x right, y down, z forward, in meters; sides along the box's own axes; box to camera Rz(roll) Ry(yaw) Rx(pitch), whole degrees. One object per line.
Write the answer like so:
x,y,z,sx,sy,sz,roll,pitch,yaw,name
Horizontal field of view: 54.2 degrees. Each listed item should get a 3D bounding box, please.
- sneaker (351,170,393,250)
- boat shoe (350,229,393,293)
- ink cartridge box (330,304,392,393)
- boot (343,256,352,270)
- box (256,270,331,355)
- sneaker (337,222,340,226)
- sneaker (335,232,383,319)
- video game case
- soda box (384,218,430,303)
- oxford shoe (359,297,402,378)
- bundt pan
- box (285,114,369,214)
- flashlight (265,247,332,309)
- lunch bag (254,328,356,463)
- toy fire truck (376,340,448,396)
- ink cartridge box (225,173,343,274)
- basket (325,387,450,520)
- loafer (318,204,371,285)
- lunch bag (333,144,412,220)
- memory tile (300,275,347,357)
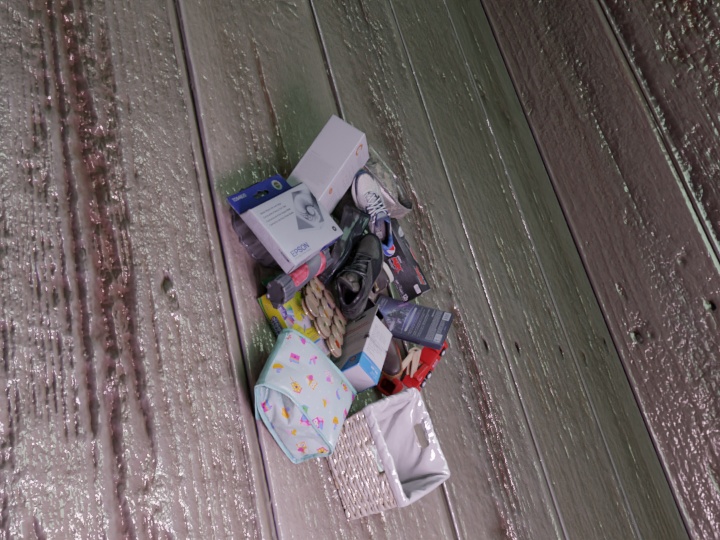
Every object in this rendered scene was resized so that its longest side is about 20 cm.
0.040,-0.140,1.685,0.085,0.076,0.204,26,-44,68,sneaker
0.007,-0.037,1.700,0.060,0.071,0.203,-40,110,-18,boat shoe
0.000,0.178,1.548,0.068,0.115,0.202,47,35,-19,ink cartridge box
-0.062,-0.002,1.670,0.097,0.074,0.202,-47,114,-33,boot
-0.139,0.102,1.477,0.117,0.048,0.204,-26,89,-58,box
0.008,-0.053,1.793,0.202,0.074,0.091,54,20,-19,sneaker
0.000,0.000,1.585,0.115,0.075,0.204,71,39,-71,sneaker
0.119,0.125,1.724,0.143,0.195,0.019,-55,154,-55,video game case
0.100,-0.025,1.780,0.204,0.062,0.070,64,24,4,soda box
0.041,0.154,1.626,0.073,0.070,0.203,87,-23,-62,oxford shoe
-0.187,-0.109,1.545,0.200,0.075,0.206,34,40,-35,bundt pan
-0.075,-0.235,1.642,0.096,0.202,0.125,32,-11,13,box
-0.128,0.003,1.465,0.068,0.068,0.200,52,32,-2,flashlight
-0.117,0.232,1.340,0.202,0.120,0.172,54,33,-21,lunch bag
0.128,0.225,1.679,0.202,0.048,0.141,-56,148,-11,toy fire truck
-0.153,-0.113,1.465,0.201,0.041,0.199,49,37,2,ink cartridge box
0.050,0.371,1.432,0.198,0.159,0.202,-5,69,-55,basket
-0.050,-0.059,1.608,0.071,0.073,0.202,29,65,2,loafer
0.021,-0.191,1.818,0.200,0.162,0.119,46,32,-21,lunch bag
-0.076,0.089,1.538,0.155,0.017,0.201,58,14,-16,memory tile
